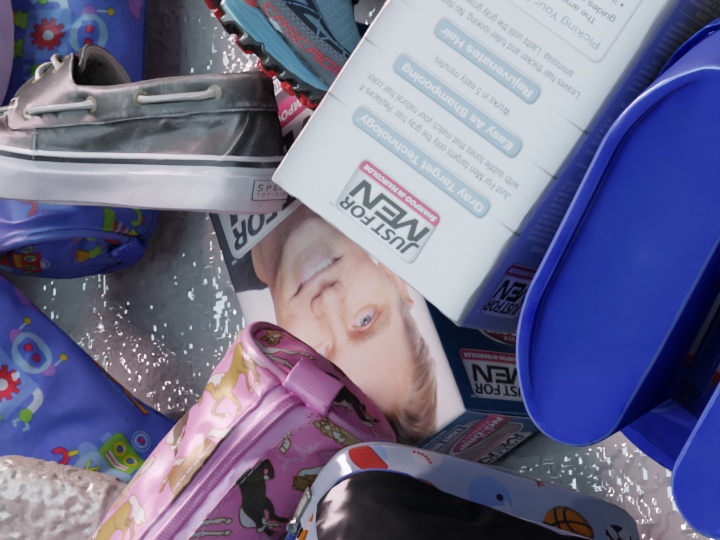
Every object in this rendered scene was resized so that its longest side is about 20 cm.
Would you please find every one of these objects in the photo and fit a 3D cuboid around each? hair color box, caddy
[{"bbox_3d":[0.000,0.000,1.143,0.100,0.060,0.201,-39,59,34],"label":"hair color box"},{"bbox_3d":[0.066,-0.086,1.004,0.099,0.061,0.200,38,100,22],"label":"hair color box"},{"bbox_3d":[0.146,-0.001,0.959,0.141,0.105,0.200,32,118,13],"label":"caddy"}]

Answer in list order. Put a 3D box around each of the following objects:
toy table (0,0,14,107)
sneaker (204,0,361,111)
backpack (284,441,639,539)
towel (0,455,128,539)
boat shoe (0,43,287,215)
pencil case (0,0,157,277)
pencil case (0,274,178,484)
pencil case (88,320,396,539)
[{"bbox_3d":[-0.259,-0.144,1.238,0.200,0.117,0.184,40,105,35],"label":"toy table"},{"bbox_3d":[-0.032,-0.154,1.098,0.095,0.079,0.200,-33,68,10],"label":"sneaker"},{"bbox_3d":[0.029,0.171,1.007,0.154,0.199,0.191,-96,29,-58],"label":"backpack"},{"bbox_3d":[-0.108,0.183,1.169,0.132,0.034,0.201,11,114,13],"label":"towel"},{"bbox_3d":[-0.117,-0.064,1.164,0.199,0.072,0.071,4,91,26],"label":"boat shoe"},{"bbox_3d":[-0.138,-0.097,1.273,0.087,0.078,0.201,-3,80,12],"label":"pencil case"},{"bbox_3d":[-0.154,0.059,1.211,0.200,0.078,0.087,41,78,1],"label":"pencil case"},{"bbox_3d":[-0.072,0.112,1.067,0.200,0.083,0.087,-50,30,9],"label":"pencil case"}]
